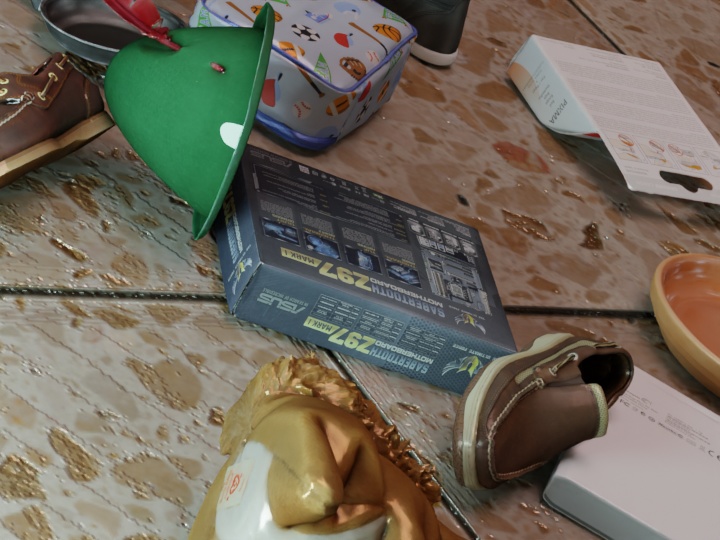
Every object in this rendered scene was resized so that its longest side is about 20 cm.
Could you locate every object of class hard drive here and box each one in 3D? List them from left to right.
[{"bbox_3d":[0.204,0.136,1.704,0.132,0.026,0.200,30,27,3],"label":"hard drive"}]

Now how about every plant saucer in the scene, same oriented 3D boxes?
[{"bbox_3d":[0.307,0.061,1.925,0.200,0.037,0.200,23,26,-12],"label":"plant saucer"}]

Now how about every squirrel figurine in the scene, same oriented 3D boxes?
[{"bbox_3d":[0.010,0.143,1.390,0.186,0.142,0.200,26,29,-21],"label":"squirrel figurine"}]

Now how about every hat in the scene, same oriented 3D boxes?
[{"bbox_3d":[-0.163,-0.130,1.675,0.176,0.166,0.200,18,19,-9],"label":"hat"}]

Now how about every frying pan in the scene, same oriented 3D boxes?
[{"bbox_3d":[-0.218,-0.189,1.855,0.190,0.031,0.115,14,25,-1],"label":"frying pan"}]

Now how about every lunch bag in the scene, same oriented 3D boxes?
[{"bbox_3d":[-0.052,-0.178,1.953,0.160,0.076,0.200,30,27,7],"label":"lunch bag"}]

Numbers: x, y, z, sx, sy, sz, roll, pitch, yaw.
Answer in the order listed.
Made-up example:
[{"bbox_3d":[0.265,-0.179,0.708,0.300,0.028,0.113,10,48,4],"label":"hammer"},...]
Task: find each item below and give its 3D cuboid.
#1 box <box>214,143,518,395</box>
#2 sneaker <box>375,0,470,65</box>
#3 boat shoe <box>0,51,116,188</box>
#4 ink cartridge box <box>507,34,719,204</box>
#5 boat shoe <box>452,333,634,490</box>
[{"bbox_3d":[0.000,0.000,1.716,0.200,0.051,0.158,19,28,-21],"label":"box"},{"bbox_3d":[0.023,-0.272,2.159,0.200,0.099,0.071,38,30,20],"label":"sneaker"},{"bbox_3d":[-0.227,-0.095,1.626,0.070,0.070,0.200,60,19,-6],"label":"boat shoe"},{"bbox_3d":[0.236,-0.114,2.167,0.162,0.050,0.200,7,42,-37],"label":"ink cartridge box"},{"bbox_3d":[0.125,0.086,1.631,0.075,0.075,0.202,2,21,25],"label":"boat shoe"}]
